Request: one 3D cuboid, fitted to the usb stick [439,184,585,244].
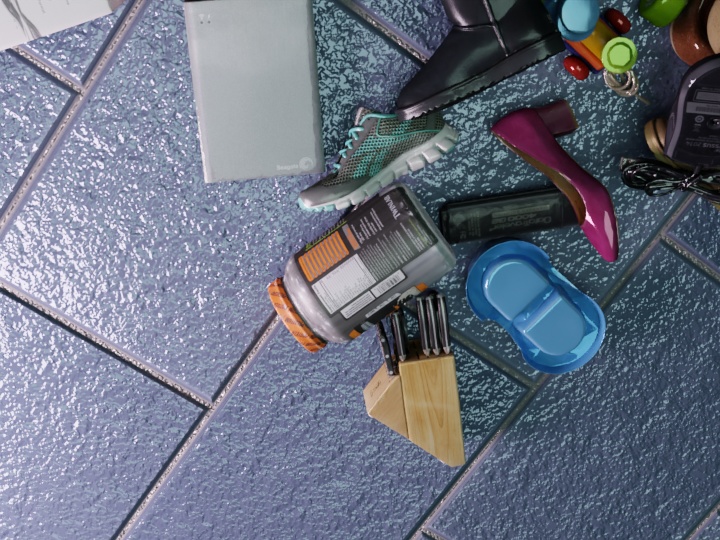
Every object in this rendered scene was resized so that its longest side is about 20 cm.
[{"bbox_3d":[0.194,-0.069,1.208,0.198,0.033,0.056,-9,117,-2],"label":"usb stick"}]

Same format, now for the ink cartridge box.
[{"bbox_3d":[-0.345,-0.276,1.018,0.199,0.145,0.084,-18,112,1],"label":"ink cartridge box"}]

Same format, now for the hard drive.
[{"bbox_3d":[-0.115,-0.202,1.128,0.138,0.033,0.201,-5,111,-4],"label":"hard drive"}]

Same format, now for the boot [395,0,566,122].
[{"bbox_3d":[0.098,-0.267,1.063,0.199,0.076,0.169,-24,93,24],"label":"boot"}]

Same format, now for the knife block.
[{"bbox_3d":[0.093,0.123,1.251,0.199,0.064,0.176,35,104,-16],"label":"knife block"}]

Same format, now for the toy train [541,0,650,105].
[{"bbox_3d":[0.273,-0.239,1.108,0.200,0.116,0.085,38,103,-17],"label":"toy train"}]

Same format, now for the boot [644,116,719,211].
[{"bbox_3d":[0.448,-0.166,1.139,0.175,0.066,0.200,29,134,-26],"label":"boot"}]

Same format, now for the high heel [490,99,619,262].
[{"bbox_3d":[0.223,-0.093,1.157,0.096,0.067,0.201,-19,77,-6],"label":"high heel"}]

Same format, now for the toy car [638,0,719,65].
[{"bbox_3d":[0.419,-0.274,1.065,0.164,0.200,0.158,29,105,-15],"label":"toy car"}]

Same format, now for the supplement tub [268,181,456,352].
[{"bbox_3d":[0.000,0.000,1.166,0.199,0.123,0.123,-35,110,8],"label":"supplement tub"}]

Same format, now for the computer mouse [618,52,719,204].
[{"bbox_3d":[0.369,-0.162,1.089,0.137,0.053,0.201,11,140,3],"label":"computer mouse"}]

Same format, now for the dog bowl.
[{"bbox_3d":[0.210,0.039,1.240,0.200,0.050,0.111,42,101,-17],"label":"dog bowl"}]

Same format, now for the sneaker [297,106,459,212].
[{"bbox_3d":[0.009,-0.137,1.143,0.199,0.078,0.092,-31,103,-11],"label":"sneaker"}]
